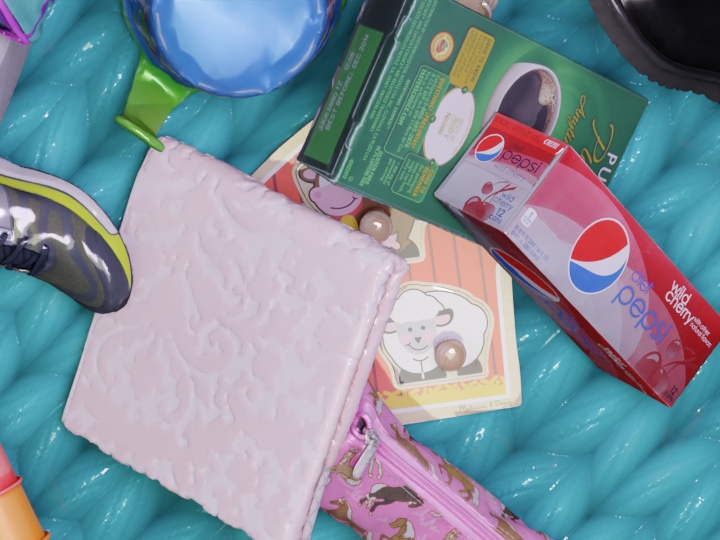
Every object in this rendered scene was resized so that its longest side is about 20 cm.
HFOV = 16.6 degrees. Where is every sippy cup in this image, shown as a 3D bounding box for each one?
[{"bbox_3d":[-0.072,-0.156,1.407,0.139,0.130,0.179,0,105,-4],"label":"sippy cup"}]

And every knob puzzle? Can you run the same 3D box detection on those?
[{"bbox_3d":[0.000,0.000,1.493,0.219,0.030,0.221,0,100,0],"label":"knob puzzle"}]

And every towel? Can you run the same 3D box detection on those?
[{"bbox_3d":[-0.076,0.042,1.444,0.200,0.032,0.192,27,104,35],"label":"towel"}]

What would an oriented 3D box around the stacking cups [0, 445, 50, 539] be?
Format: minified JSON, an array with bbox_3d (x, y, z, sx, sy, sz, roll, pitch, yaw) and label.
[{"bbox_3d":[-0.202,0.190,1.510,0.060,0.061,0.201,-22,100,3],"label":"stacking cups"}]

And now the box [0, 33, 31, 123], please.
[{"bbox_3d":[-0.276,-0.109,1.378,0.152,0.106,0.201,18,55,-3],"label":"box"}]

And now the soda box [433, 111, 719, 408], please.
[{"bbox_3d":[0.130,-0.004,1.422,0.063,0.070,0.200,-53,132,-7],"label":"soda box"}]

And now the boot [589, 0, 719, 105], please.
[{"bbox_3d":[0.233,-0.169,1.381,0.158,0.211,0.080,-37,57,29],"label":"boot"}]

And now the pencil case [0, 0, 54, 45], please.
[{"bbox_3d":[-0.146,-0.213,1.343,0.200,0.085,0.093,-47,139,-18],"label":"pencil case"}]

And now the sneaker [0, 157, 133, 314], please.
[{"bbox_3d":[-0.227,-0.026,1.451,0.200,0.081,0.074,30,140,-1],"label":"sneaker"}]

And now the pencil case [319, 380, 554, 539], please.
[{"bbox_3d":[0.042,0.147,1.483,0.200,0.087,0.083,41,111,-16],"label":"pencil case"}]

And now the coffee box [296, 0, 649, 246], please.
[{"bbox_3d":[0.067,-0.080,1.416,0.200,0.044,0.123,19,97,-41],"label":"coffee box"}]

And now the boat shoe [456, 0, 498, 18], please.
[{"bbox_3d":[0.049,-0.160,1.445,0.065,0.072,0.201,-5,95,1],"label":"boat shoe"}]
